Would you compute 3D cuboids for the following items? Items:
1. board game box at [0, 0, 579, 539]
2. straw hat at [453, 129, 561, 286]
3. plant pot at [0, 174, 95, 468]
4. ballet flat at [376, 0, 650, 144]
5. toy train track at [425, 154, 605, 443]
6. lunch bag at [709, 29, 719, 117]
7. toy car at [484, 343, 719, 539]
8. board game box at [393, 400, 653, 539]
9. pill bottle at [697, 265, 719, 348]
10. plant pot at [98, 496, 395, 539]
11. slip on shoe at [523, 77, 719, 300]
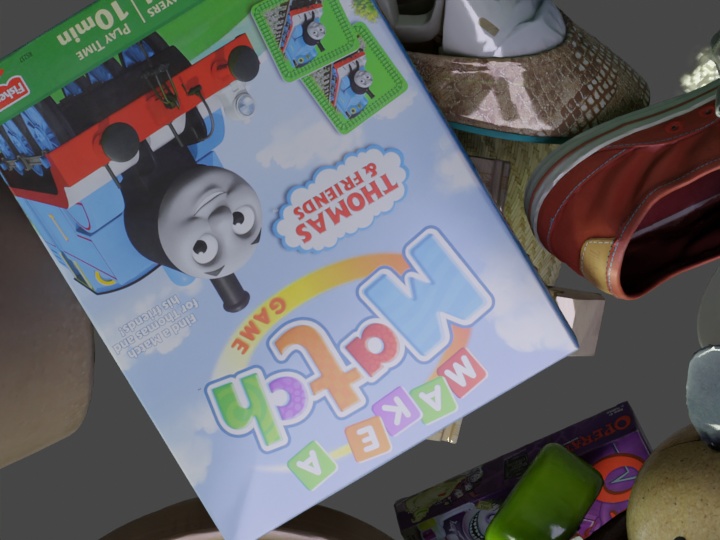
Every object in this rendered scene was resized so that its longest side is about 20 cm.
[{"bbox_3d":[-0.034,-0.020,0.875,0.151,0.037,0.200,-31,96,4],"label":"board game box"},{"bbox_3d":[0.000,0.000,0.968,0.201,0.085,0.201,-3,122,-5],"label":"straw hat"},{"bbox_3d":[-0.201,0.019,0.916,0.174,0.200,0.201,-10,124,-21],"label":"plant pot"},{"bbox_3d":[0.015,-0.095,0.905,0.200,0.071,0.065,8,127,0],"label":"ballet flat"},{"bbox_3d":[-0.004,0.008,0.909,0.200,0.033,0.115,9,102,-6],"label":"toy train track"},{"bbox_3d":[0.226,-0.118,0.795,0.167,0.139,0.200,21,107,0],"label":"lunch bag"},{"bbox_3d":[0.141,0.119,0.940,0.164,0.158,0.200,34,136,4],"label":"toy car"},{"bbox_3d":[0.111,0.162,1.117,0.120,0.032,0.200,-27,121,5],"label":"board game box"},{"bbox_3d":[0.239,0.065,1.016,0.116,0.116,0.200,-37,119,16],"label":"pill bottle"},{"bbox_3d":[-0.055,0.169,1.063,0.200,0.093,0.201,-3,121,-5],"label":"plant pot"},{"bbox_3d":[0.161,-0.046,0.894,0.200,0.061,0.074,-25,139,-8],"label":"slip on shoe"}]
